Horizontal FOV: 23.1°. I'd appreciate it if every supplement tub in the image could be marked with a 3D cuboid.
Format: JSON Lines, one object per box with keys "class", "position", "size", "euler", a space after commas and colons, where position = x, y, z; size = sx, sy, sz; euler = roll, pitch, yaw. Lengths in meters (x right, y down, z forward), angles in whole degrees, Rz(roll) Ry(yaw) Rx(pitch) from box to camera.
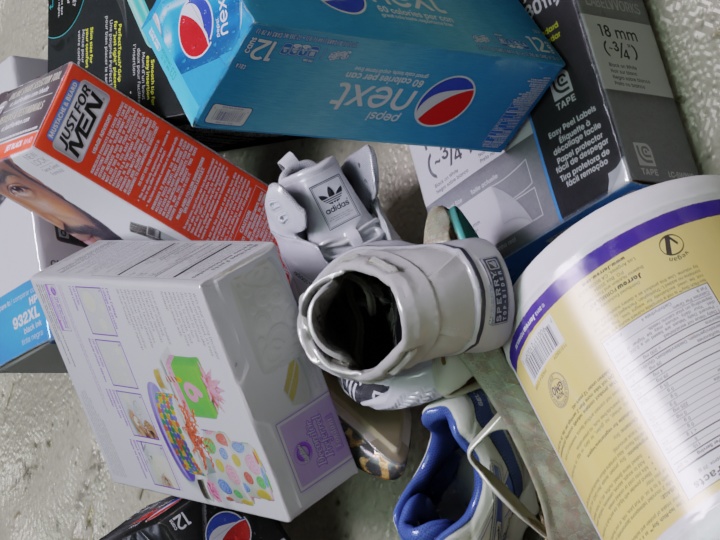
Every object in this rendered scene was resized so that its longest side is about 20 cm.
{"class": "supplement tub", "position": [0.164, 0.074, 0.783], "size": [0.146, 0.145, 0.201], "euler": [-51, 53, 36]}

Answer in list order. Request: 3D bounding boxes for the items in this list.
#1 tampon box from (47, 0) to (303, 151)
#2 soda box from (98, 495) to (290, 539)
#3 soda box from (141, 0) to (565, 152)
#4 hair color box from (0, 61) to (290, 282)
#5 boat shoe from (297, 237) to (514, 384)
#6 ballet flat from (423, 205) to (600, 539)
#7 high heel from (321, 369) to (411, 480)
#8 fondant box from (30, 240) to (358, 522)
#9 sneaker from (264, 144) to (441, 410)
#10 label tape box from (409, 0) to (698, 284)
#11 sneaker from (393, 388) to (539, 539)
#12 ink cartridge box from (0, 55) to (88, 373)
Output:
{"class": "tampon box", "position": [-0.097, -0.160, 1.124], "size": [0.199, 0.126, 0.151], "euler": [-2, 86, 50]}
{"class": "soda box", "position": [-0.119, 0.183, 1.136], "size": [0.064, 0.071, 0.200], "euler": [57, 152, 0]}
{"class": "soda box", "position": [0.000, -0.107, 0.845], "size": [0.064, 0.199, 0.068], "euler": [-53, 52, 33]}
{"class": "hair color box", "position": [-0.132, -0.045, 1.096], "size": [0.111, 0.199, 0.064], "euler": [-9, 54, 56]}
{"class": "boat shoe", "position": [0.002, 0.024, 0.862], "size": [0.200, 0.065, 0.073], "euler": [-3, 96, 65]}
{"class": "ballet flat", "position": [0.071, 0.065, 0.889], "size": [0.062, 0.067, 0.201], "euler": [-30, 93, 12]}
{"class": "high heel", "position": [-0.030, 0.123, 1.073], "size": [0.200, 0.071, 0.144], "euler": [42, 118, 58]}
{"class": "fondant box", "position": [-0.101, 0.059, 1.029], "size": [0.199, 0.058, 0.145], "euler": [3, 117, 54]}
{"class": "sneaker", "position": [0.000, 0.000, 0.991], "size": [0.200, 0.075, 0.116], "euler": [35, 145, 63]}
{"class": "label tape box", "position": [0.087, -0.106, 0.947], "size": [0.144, 0.063, 0.201], "euler": [-33, 64, 44]}
{"class": "sneaker", "position": [0.048, 0.155, 0.967], "size": [0.075, 0.088, 0.202], "euler": [20, 105, 47]}
{"class": "ink cartridge box", "position": [-0.186, -0.036, 1.214], "size": [0.084, 0.144, 0.202], "euler": [-26, 69, 46]}
